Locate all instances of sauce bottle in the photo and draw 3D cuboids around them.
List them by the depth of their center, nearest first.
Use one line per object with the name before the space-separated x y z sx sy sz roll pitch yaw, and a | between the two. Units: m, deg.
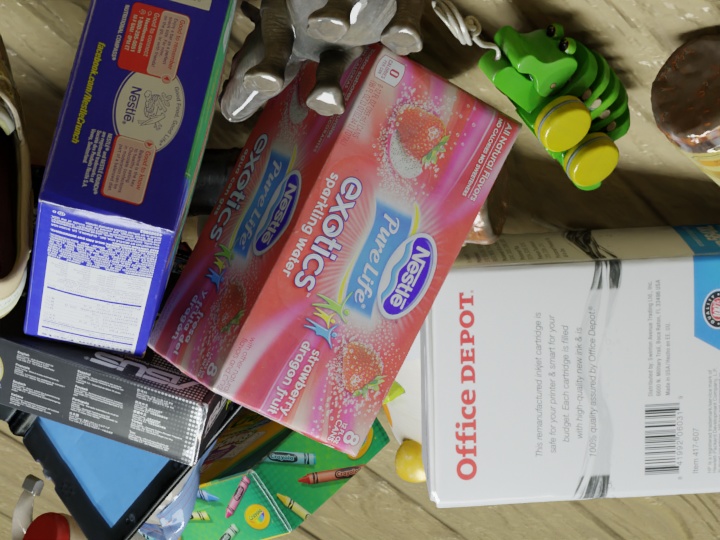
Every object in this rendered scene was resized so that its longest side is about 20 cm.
sauce bottle | 0.230 -0.058 1.462 0.066 0.066 0.200 -9 153 37
sauce bottle | -0.017 -0.049 1.559 0.199 0.066 0.066 2 157 15

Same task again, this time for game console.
game console | -0.184 0.059 1.694 0.172 0.119 0.200 21 126 -31

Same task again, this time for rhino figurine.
rhino figurine | -0.021 -0.125 1.367 0.060 0.088 0.200 27 153 -20

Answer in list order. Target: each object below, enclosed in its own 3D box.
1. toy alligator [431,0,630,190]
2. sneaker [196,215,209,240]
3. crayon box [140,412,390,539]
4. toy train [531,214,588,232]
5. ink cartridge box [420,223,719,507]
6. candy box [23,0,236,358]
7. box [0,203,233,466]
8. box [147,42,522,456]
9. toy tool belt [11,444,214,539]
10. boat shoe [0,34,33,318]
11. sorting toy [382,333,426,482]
toy alligator | 0.100 -0.102 1.425 0.054 0.059 0.200 -39 143 4
sneaker | 0.000 0.000 1.683 0.199 0.076 0.105 11 160 6
crayon box | -0.083 0.154 2.018 0.200 0.119 0.058 -22 105 52
toy train | 0.174 0.053 1.681 0.199 0.116 0.085 22 154 -29
ink cartridge box | 0.134 0.053 1.592 0.199 0.147 0.084 -2 -165 -3
candy box | -0.121 -0.066 1.442 0.077 0.170 0.200 15 158 -4
box | -0.160 0.029 1.569 0.199 0.160 0.044 17 118 8
box | -0.014 -0.018 1.444 0.102 0.201 0.095 27 180 -30
toy tool belt | -0.149 0.140 1.928 0.123 0.201 0.125 27 174 -38
boat shoe | -0.204 -0.076 1.422 0.074 0.201 0.066 -10 172 -23
sorting toy | 0.065 0.044 1.768 0.199 0.107 0.180 -2 136 26
